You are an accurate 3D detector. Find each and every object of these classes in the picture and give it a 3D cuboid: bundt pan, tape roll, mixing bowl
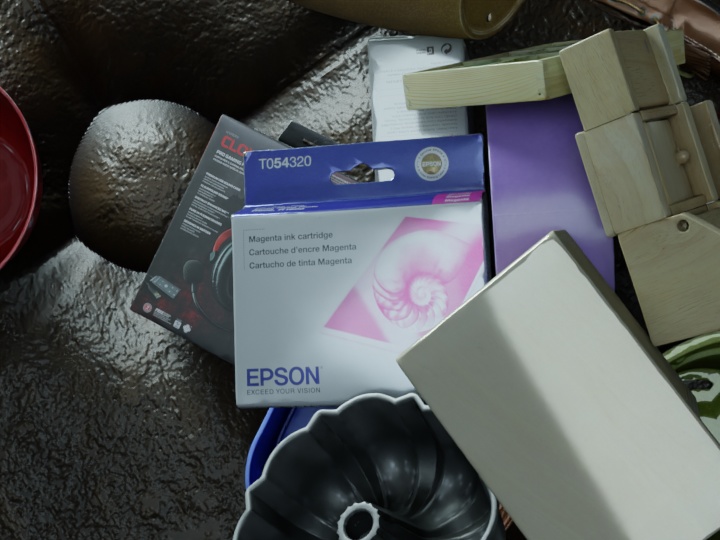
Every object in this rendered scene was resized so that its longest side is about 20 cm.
[{"bbox_3d":[0.014,0.191,0.838,0.200,0.076,0.204,-17,50,20],"label":"bundt pan"},{"bbox_3d":[0.142,-0.036,0.924,0.084,0.200,0.203,-3,88,7],"label":"tape roll"},{"bbox_3d":[-0.351,-0.071,1.027,0.198,0.108,0.203,0,87,6],"label":"mixing bowl"}]

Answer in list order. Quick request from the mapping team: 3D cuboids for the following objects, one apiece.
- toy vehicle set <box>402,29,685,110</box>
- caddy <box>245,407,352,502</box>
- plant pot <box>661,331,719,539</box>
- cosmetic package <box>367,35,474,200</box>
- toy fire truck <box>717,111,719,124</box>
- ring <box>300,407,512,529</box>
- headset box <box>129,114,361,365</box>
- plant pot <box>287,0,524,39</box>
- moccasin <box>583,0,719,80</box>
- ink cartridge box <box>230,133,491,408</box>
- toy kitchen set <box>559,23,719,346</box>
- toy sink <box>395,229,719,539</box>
[{"bbox_3d":[0.140,-0.150,0.897,0.123,0.199,0.027,2,106,42],"label":"toy vehicle set"},{"bbox_3d":[-0.006,0.137,0.963,0.140,0.105,0.202,25,92,8],"label":"caddy"},{"bbox_3d":[0.273,0.141,0.910,0.198,0.184,0.203,0,89,7],"label":"plant pot"},{"bbox_3d":[0.054,-0.080,0.980,0.080,0.113,0.203,-2,86,8],"label":"cosmetic package"},{"bbox_3d":[0.333,-0.019,0.903,0.111,0.168,0.201,-31,62,5],"label":"toy fire truck"},{"bbox_3d":[0.046,0.153,1.020,0.198,0.019,0.203,0,88,8],"label":"ring"},{"bbox_3d":[-0.079,-0.024,1.011,0.148,0.075,0.202,27,92,7],"label":"headset box"},{"bbox_3d":[0.032,-0.261,0.917,0.199,0.186,0.187,35,92,30],"label":"plant pot"},{"bbox_3d":[0.248,-0.194,0.980,0.201,0.074,0.078,38,99,5],"label":"moccasin"},{"bbox_3d":[0.000,0.000,0.907,0.194,0.043,0.203,-4,86,12],"label":"ink cartridge box"},{"bbox_3d":[0.266,-0.082,0.790,0.179,0.162,0.202,-20,88,39],"label":"toy kitchen set"},{"bbox_3d":[0.140,0.092,0.779,0.130,0.112,0.201,-40,82,13],"label":"toy sink"}]
